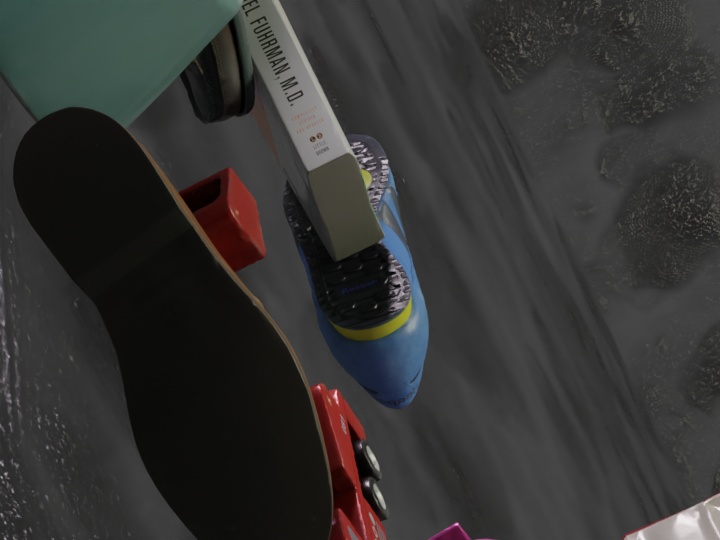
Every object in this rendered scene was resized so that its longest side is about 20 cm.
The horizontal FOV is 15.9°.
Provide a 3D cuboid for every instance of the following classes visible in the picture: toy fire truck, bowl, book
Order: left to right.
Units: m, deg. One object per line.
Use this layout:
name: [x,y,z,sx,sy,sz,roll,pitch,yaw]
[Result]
bowl: [-0.116,-0.161,1.111,0.202,0.105,0.201,61,9,-16]
book: [-0.051,-0.116,1.415,0.134,0.048,0.201,71,-6,-70]
toy fire truck: [-0.038,0.065,1.117,0.141,0.049,0.201,57,12,-37]

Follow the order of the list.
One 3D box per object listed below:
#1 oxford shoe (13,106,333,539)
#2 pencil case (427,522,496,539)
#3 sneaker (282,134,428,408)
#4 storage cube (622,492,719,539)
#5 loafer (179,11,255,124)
oxford shoe: [-0.065,0.026,1.015,0.201,0.071,0.071,64,4,0]
pencil case: [0.089,0.199,1.386,0.200,0.088,0.089,51,16,-63]
sneaker: [0.000,0.000,1.493,0.201,0.065,0.079,-103,176,-51]
storage cube: [0.365,0.313,2.380,0.180,0.170,0.201,50,17,-52]
loafer: [-0.110,-0.163,1.328,0.072,0.063,0.201,28,-42,57]
